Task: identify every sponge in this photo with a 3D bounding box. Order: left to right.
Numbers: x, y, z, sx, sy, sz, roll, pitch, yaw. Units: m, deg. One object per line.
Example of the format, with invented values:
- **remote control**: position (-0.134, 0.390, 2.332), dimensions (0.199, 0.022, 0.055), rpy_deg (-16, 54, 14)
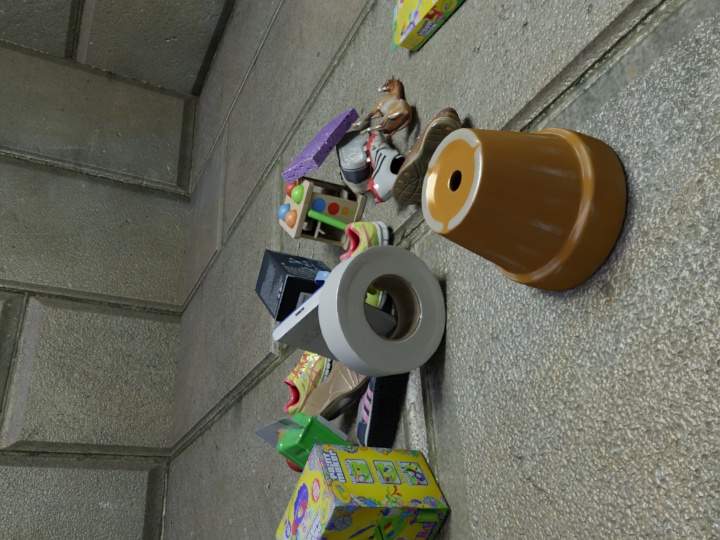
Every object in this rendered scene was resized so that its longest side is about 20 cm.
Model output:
- **sponge**: position (-0.085, -0.270, 1.372), dimensions (0.111, 0.030, 0.201), rpy_deg (-20, 28, 46)

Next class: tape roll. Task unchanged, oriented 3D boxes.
- **tape roll**: position (0.036, 0.065, 1.010), dimensions (0.071, 0.200, 0.205), rpy_deg (-26, 57, 59)

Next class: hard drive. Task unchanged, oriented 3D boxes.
- **hard drive**: position (-0.041, 0.100, 1.113), dimensions (0.132, 0.199, 0.025), rpy_deg (-41, 52, 18)

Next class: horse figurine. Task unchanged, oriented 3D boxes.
- **horse figurine**: position (0.052, -0.308, 1.257), dimensions (0.132, 0.050, 0.200), rpy_deg (-35, 32, 5)

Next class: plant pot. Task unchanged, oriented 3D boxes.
- **plant pot**: position (0.183, -0.088, 0.780), dimensions (0.200, 0.182, 0.202), rpy_deg (-34, 51, 56)

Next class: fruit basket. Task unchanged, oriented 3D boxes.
- **fruit basket**: position (-0.105, 0.348, 1.245), dimensions (0.094, 0.185, 0.200), rpy_deg (-57, 10, -28)

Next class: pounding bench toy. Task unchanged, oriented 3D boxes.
- **pounding bench toy**: position (-0.080, -0.122, 1.370), dimensions (0.200, 0.155, 0.125), rpy_deg (42, 118, 60)

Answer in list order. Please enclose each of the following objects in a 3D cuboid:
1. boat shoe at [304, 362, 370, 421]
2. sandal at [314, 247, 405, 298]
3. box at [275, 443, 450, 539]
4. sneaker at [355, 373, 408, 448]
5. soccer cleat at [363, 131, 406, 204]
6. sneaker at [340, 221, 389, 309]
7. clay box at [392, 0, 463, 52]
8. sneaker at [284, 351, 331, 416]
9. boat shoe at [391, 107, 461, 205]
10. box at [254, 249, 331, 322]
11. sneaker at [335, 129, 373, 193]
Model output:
- **boat shoe**: position (-0.027, 0.227, 1.232), dimensions (0.200, 0.065, 0.072), rpy_deg (-46, 46, 21)
- **sandal**: position (-0.003, 0.008, 1.138), dimensions (0.087, 0.199, 0.080), rpy_deg (57, 170, 22)
- **box**: position (-0.003, 0.387, 0.973), dimensions (0.201, 0.191, 0.122), rpy_deg (-67, 28, 23)
- **sneaker**: position (0.028, 0.215, 1.116), dimensions (0.082, 0.070, 0.202), rpy_deg (22, 99, 61)
- **soccer cleat**: position (0.055, -0.211, 1.241), dimensions (0.085, 0.069, 0.201), rpy_deg (-23, 39, 23)
- **sneaker**: position (0.000, 0.000, 1.217), dimensions (0.078, 0.089, 0.202), rpy_deg (-27, 58, 57)
- **clay box**: position (0.126, -0.513, 1.219), dimensions (0.200, 0.047, 0.116), rpy_deg (-31, 53, 59)
- **sneaker**: position (-0.121, 0.229, 1.397), dimensions (0.078, 0.089, 0.202), rpy_deg (-20, 61, 63)
- **boat shoe**: position (0.117, -0.195, 1.101), dimensions (0.201, 0.071, 0.068), rpy_deg (122, 168, -45)
- **box**: position (-0.138, 0.041, 1.437), dimensions (0.200, 0.147, 0.108), rpy_deg (38, 114, 61)
- **sneaker**: position (-0.012, -0.233, 1.357), dimensions (0.201, 0.077, 0.080), rpy_deg (-87, -12, -56)
